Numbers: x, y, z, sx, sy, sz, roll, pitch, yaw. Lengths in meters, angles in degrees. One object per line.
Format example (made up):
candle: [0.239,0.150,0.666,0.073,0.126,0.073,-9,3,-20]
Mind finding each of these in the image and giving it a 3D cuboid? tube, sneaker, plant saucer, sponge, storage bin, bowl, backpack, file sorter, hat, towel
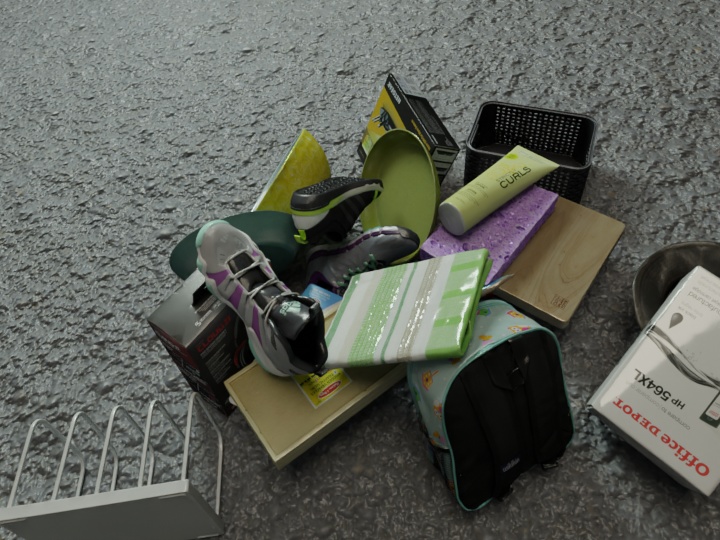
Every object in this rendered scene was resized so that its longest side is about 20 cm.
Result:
tube: [0.194,-0.122,0.819,0.199,0.052,0.059,-34,93,-25]
sneaker: [-0.092,0.030,0.618,0.078,0.202,0.139,-42,22,-30]
plant saucer: [-0.169,-0.017,0.816,0.196,0.201,0.036,-18,70,-8]
plant saucer: [0.061,-0.110,0.871,0.031,0.202,0.201,-4,46,-32]
sponge: [0.186,-0.062,0.819,0.111,0.030,0.200,30,62,27]
sneaker: [-0.036,-0.085,0.826,0.071,0.085,0.199,10,22,34]
storage bin: [0.282,-0.194,0.959,0.196,0.095,0.137,15,55,16]
bowl: [-0.100,-0.107,0.904,0.107,0.200,0.202,32,55,-13]
backpack: [0.140,0.135,0.652,0.173,0.203,0.154,-24,36,-11]
sneaker: [0.000,0.000,0.833,0.197,0.074,0.089,-15,56,36]
file sorter: [-0.270,0.235,0.661,0.196,0.140,0.126,-9,49,-1]
hat: [0.442,0.066,0.746,0.196,0.081,0.205,-2,68,6]
towel: [0.048,0.050,0.653,0.197,0.031,0.151,-11,40,38]

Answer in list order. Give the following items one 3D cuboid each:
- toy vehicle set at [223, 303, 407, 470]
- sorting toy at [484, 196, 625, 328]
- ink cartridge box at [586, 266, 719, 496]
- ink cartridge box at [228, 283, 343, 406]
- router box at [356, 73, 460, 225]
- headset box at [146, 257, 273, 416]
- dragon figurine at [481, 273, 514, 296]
toy vehicle set: [-0.052,0.130,0.702,0.198,0.027,0.124,-32,57,-19]
sorting toy: [0.248,-0.022,0.843,0.197,0.070,0.200,29,61,26]
ink cartridge box: [0.377,0.124,0.647,0.145,0.084,0.201,37,90,22]
ink cartridge box: [-0.069,0.128,0.764,0.114,0.067,0.201,22,58,21]
router box: [0.070,-0.198,0.942,0.051,0.159,0.202,2,45,-28]
headset box: [-0.172,0.070,0.737,0.074,0.202,0.149,26,58,24]
dragon figurine: [0.102,0.053,0.745,0.201,0.058,0.100,-52,40,14]
